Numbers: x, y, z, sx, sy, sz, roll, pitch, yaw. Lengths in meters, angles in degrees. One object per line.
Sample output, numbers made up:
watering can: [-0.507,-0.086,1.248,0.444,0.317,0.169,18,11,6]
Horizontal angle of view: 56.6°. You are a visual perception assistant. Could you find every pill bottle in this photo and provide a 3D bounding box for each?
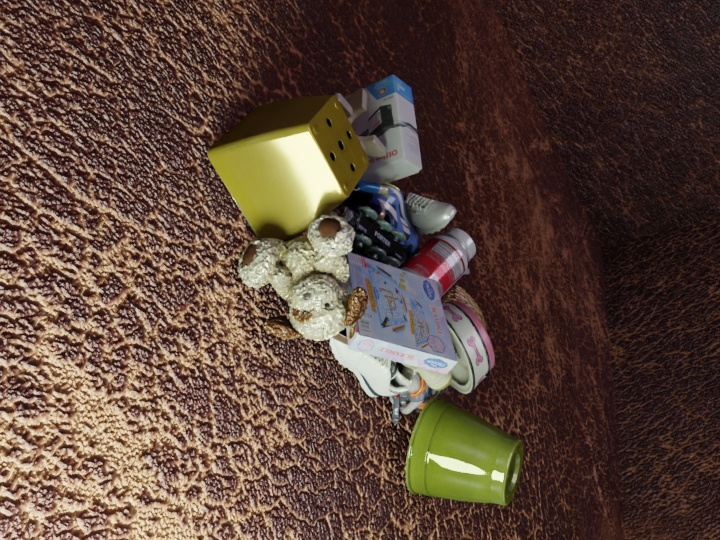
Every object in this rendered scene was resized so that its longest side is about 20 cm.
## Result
pill bottle: [0.170,-0.006,1.510,0.200,0.112,0.113,-42,115,-28]

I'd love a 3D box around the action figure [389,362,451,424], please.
action figure: [0.122,0.220,1.402,0.193,0.103,0.203,36,53,-66]

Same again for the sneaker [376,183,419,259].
sneaker: [0.070,-0.095,1.499,0.082,0.073,0.201,-52,131,-33]

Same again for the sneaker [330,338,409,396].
sneaker: [0.019,0.163,1.254,0.200,0.080,0.077,50,52,-33]

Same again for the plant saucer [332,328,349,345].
plant saucer: [-0.030,0.072,1.199,0.198,0.032,0.201,26,26,-14]

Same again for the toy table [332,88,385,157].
toy table: [-0.043,-0.274,1.343,0.199,0.116,0.186,25,56,-54]

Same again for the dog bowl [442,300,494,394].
dog bowl: [0.207,0.154,1.413,0.073,0.200,0.202,-25,101,-17]

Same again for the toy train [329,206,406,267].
toy train: [0.008,-0.061,1.332,0.199,0.113,0.086,34,61,-46]

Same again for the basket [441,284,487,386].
basket: [0.211,0.154,1.547,0.201,0.141,0.150,59,32,-24]

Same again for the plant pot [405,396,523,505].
plant pot: [0.219,0.377,1.342,0.200,0.191,0.203,-30,125,-56]

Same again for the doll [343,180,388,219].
doll: [-0.007,-0.152,1.335,0.200,0.135,0.049,35,57,-65]

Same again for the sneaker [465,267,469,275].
sneaker: [0.223,-0.024,1.722,0.199,0.072,0.086,8,72,-57]

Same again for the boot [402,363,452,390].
boot: [0.100,0.122,1.298,0.154,0.072,0.202,39,25,-48]

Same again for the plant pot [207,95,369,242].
plant pot: [-0.102,-0.185,1.139,0.201,0.175,0.201,60,32,-23]

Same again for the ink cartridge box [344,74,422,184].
ink cartridge box: [0.046,-0.303,1.477,0.083,0.144,0.203,17,62,-55]

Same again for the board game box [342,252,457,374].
board game box: [0.062,0.074,1.185,0.197,0.041,0.201,18,39,-23]

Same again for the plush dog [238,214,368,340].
plush dog: [-0.077,0.029,1.078,0.160,0.198,0.174,43,31,-68]

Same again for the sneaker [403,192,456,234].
sneaker: [0.134,-0.136,1.519,0.076,0.199,0.081,-45,117,-26]
